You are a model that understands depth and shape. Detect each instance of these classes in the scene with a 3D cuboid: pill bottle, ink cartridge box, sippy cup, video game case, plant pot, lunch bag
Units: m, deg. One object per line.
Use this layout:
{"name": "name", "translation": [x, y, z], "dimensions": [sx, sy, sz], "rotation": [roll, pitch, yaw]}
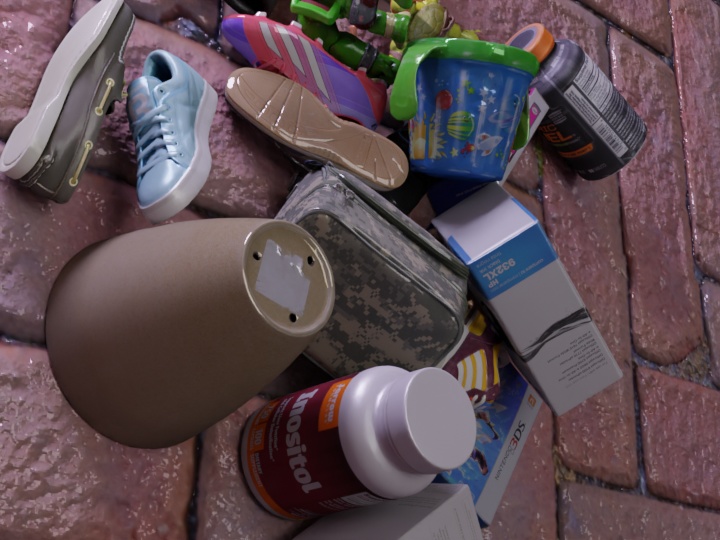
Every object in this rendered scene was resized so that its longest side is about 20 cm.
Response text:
{"name": "pill bottle", "translation": [0.257, -0.212, 1.564], "dimensions": [0.200, 0.106, 0.106], "rotation": [43, 48, -24]}
{"name": "ink cartridge box", "translation": [0.167, 0.028, 1.284], "dimensions": [0.200, 0.084, 0.145], "rotation": [58, 0, -23]}
{"name": "sippy cup", "translation": [0.104, -0.158, 1.280], "dimensions": [0.178, 0.140, 0.131], "rotation": [7, 89, -13]}
{"name": "video game case", "translation": [0.090, 0.134, 1.301], "dimensions": [0.200, 0.045, 0.181], "rotation": [49, 45, -19]}
{"name": "pill bottle", "translation": [-0.002, 0.146, 1.088], "dimensions": [0.113, 0.200, 0.113], "rotation": [20, 60, -39]}
{"name": "plant pot", "translation": [-0.120, 0.034, 1.017], "dimensions": [0.187, 0.200, 0.188], "rotation": [18, 62, -39]}
{"name": "lunch bag", "translation": [0.000, 0.000, 1.181], "dimensions": [0.200, 0.139, 0.168], "rotation": [38, 23, -9]}
{"name": "ink cartridge box", "translation": [0.137, -0.126, 1.416], "dimensions": [0.037, 0.095, 0.200], "rotation": [50, 46, -20]}

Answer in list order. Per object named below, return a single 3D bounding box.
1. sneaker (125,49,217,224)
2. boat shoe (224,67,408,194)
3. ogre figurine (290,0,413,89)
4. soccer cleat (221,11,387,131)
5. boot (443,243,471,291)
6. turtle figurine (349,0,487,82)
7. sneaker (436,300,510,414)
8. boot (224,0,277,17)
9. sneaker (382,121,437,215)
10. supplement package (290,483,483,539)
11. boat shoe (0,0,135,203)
{"name": "sneaker", "translation": [-0.178, -0.120, 1.096], "dimensions": [0.082, 0.074, 0.200], "rotation": [43, 25, -30]}
{"name": "boat shoe", "translation": [-0.050, -0.129, 1.253], "dimensions": [0.200, 0.065, 0.072], "rotation": [26, 56, -13]}
{"name": "ogre figurine", "translation": [-0.005, -0.279, 1.271], "dimensions": [0.120, 0.200, 0.098], "rotation": [12, 67, 0]}
{"name": "soccer cleat", "translation": [-0.057, -0.193, 1.277], "dimensions": [0.200, 0.067, 0.077], "rotation": [25, 77, -33]}
{"name": "boot", "translation": [0.178, 0.003, 1.419], "dimensions": [0.200, 0.074, 0.096], "rotation": [42, 55, -24]}
{"name": "turtle figurine", "translation": [0.081, -0.273, 1.394], "dimensions": [0.161, 0.064, 0.200], "rotation": [31, 88, -51]}
{"name": "sneaker", "translation": [0.088, 0.115, 1.218], "dimensions": [0.090, 0.075, 0.200], "rotation": [49, 47, -10]}
{"name": "boot", "translation": [-0.134, -0.351, 1.253], "dimensions": [0.200, 0.072, 0.144], "rotation": [52, 43, -21]}
{"name": "sneaker", "translation": [0.067, -0.131, 1.358], "dimensions": [0.073, 0.082, 0.200], "rotation": [48, 47, -23]}
{"name": "supplement package", "translation": [0.008, 0.279, 1.091], "dimensions": [0.200, 0.120, 0.121], "rotation": [-26, 105, -47]}
{"name": "boat shoe", "translation": [-0.236, -0.148, 1.072], "dimensions": [0.060, 0.072, 0.202], "rotation": [38, 56, -30]}
